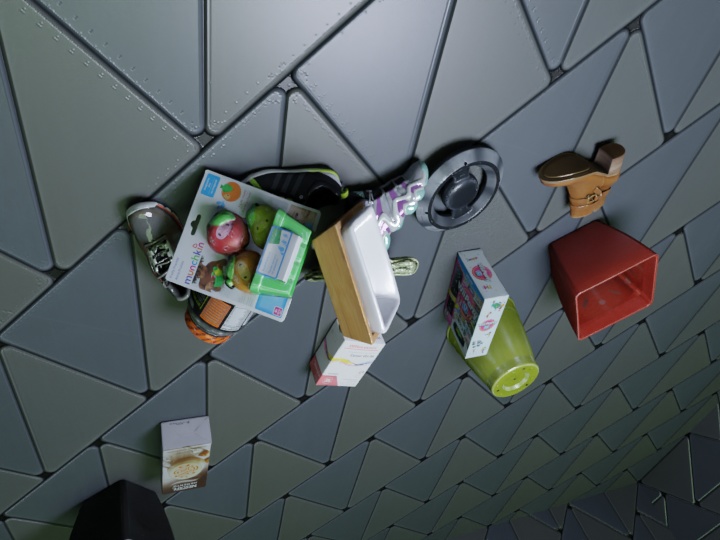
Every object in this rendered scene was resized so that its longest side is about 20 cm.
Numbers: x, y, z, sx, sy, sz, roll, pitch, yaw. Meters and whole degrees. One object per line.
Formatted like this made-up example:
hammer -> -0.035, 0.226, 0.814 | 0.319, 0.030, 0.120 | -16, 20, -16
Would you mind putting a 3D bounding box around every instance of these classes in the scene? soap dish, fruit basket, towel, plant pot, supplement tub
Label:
soap dish -> -0.005, 0.002, 0.938 | 0.080, 0.158, 0.204 | -12, 106, 19
fruit basket -> -0.181, -0.041, 0.878 | 0.197, 0.094, 0.188 | 21, 83, -8
towel -> 0.000, 0.000, 1.098 | 0.196, 0.148, 0.037 | -7, 93, -23
plant pot -> 0.554, 0.006, 1.329 | 0.197, 0.178, 0.201 | -26, 139, 3
supplement tub -> -0.233, 0.030, 1.014 | 0.121, 0.124, 0.201 | 17, 124, -37
plant pot -> 0.345, 0.201, 1.413 | 0.197, 0.195, 0.203 | -13, 137, -12
plant pot -> -0.609, 0.661, 1.427 | 0.198, 0.179, 0.200 | -30, 138, 5

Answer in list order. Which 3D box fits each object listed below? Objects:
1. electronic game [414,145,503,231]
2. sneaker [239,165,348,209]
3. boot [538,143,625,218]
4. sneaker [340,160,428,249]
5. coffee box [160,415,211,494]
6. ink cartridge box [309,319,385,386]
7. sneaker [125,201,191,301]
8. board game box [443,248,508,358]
electronic game -> 0.192, -0.155, 1.092 | 0.197, 0.042, 0.202 | -20, 143, -16
sneaker -> -0.118, -0.127, 0.940 | 0.196, 0.084, 0.073 | -15, 137, -11
boot -> 0.457, -0.172, 1.184 | 0.196, 0.074, 0.156 | -15, 141, -8
sneaker -> 0.026, -0.133, 1.013 | 0.139, 0.078, 0.202 | 29, 96, -22
coffee box -> -0.431, 0.454, 1.377 | 0.112, 0.080, 0.202 | -3, 134, -22
ink cartridge box -> -0.024, 0.181, 1.308 | 0.115, 0.068, 0.202 | 8, 129, -32
sneaker -> -0.324, -0.026, 0.943 | 0.076, 0.083, 0.202 | -21, 138, -4
board game box -> 0.257, 0.077, 1.280 | 0.063, 0.149, 0.202 | -8, 135, -14
